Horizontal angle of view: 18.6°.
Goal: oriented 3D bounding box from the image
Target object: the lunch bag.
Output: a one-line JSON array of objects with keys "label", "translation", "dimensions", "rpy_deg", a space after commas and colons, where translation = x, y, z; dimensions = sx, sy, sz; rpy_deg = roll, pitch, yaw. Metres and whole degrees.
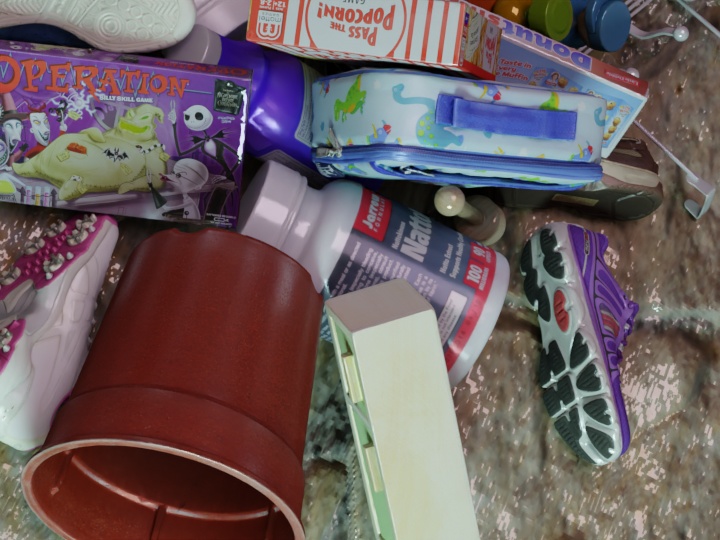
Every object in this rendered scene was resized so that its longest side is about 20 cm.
[{"label": "lunch bag", "translation": [0.072, -0.103, 1.620], "dimensions": [0.200, 0.161, 0.083], "rpy_deg": [4, 90, -28]}]

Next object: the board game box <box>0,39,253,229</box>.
[{"label": "board game box", "translation": [-0.182, -0.099, 1.601], "dimensions": [0.200, 0.032, 0.120], "rpy_deg": [6, 110, -1]}]

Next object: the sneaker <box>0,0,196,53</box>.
[{"label": "sneaker", "translation": [-0.213, -0.201, 1.641], "dimensions": [0.199, 0.111, 0.077], "rpy_deg": [1, 98, 7]}]

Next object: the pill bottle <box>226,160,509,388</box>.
[{"label": "pill bottle", "translation": [0.000, 0.000, 1.663], "dimensions": [0.200, 0.120, 0.120], "rpy_deg": [26, 63, -11]}]

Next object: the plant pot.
[{"label": "plant pot", "translation": [-0.117, 0.088, 1.553], "dimensions": [0.200, 0.201, 0.196], "rpy_deg": [21, 56, -13]}]

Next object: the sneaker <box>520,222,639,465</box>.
[{"label": "sneaker", "translation": [0.190, 0.054, 1.744], "dimensions": [0.083, 0.081, 0.200], "rpy_deg": [2, 69, -27]}]

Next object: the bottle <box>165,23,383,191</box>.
[{"label": "bottle", "translation": [-0.062, -0.122, 1.672], "dimensions": [0.200, 0.065, 0.084], "rpy_deg": [29, 52, -41]}]

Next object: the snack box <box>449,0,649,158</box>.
[{"label": "snack box", "translation": [0.122, -0.155, 1.727], "dimensions": [0.200, 0.072, 0.024], "rpy_deg": [22, 42, -10]}]

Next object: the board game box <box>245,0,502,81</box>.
[{"label": "board game box", "translation": [0.014, -0.172, 1.595], "dimensions": [0.151, 0.200, 0.046], "rpy_deg": [8, 93, 11]}]

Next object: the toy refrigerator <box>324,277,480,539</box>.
[{"label": "toy refrigerator", "translation": [0.029, 0.116, 1.596], "dimensions": [0.070, 0.076, 0.200], "rpy_deg": [-16, 112, -12]}]

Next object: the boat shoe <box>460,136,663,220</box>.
[{"label": "boat shoe", "translation": [0.150, -0.094, 1.791], "dimensions": [0.202, 0.075, 0.075], "rpy_deg": [12, 59, -26]}]

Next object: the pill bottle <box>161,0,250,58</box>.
[{"label": "pill bottle", "translation": [-0.167, -0.248, 1.697], "dimensions": [0.111, 0.111, 0.200], "rpy_deg": [-38, 87, -29]}]

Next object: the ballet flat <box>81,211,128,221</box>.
[{"label": "ballet flat", "translation": [-0.238, -0.104, 1.642], "dimensions": [0.200, 0.062, 0.068], "rpy_deg": [32, 63, -8]}]

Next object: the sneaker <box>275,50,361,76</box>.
[{"label": "sneaker", "translation": [0.013, -0.214, 1.780], "dimensions": [0.202, 0.077, 0.147], "rpy_deg": [7, 76, -28]}]

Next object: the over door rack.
[{"label": "over door rack", "translation": [0.277, -0.169, 1.868], "dimensions": [0.148, 0.067, 0.200], "rpy_deg": [-40, 88, -28]}]

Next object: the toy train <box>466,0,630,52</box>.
[{"label": "toy train", "translation": [0.115, -0.204, 1.748], "dimensions": [0.200, 0.116, 0.085], "rpy_deg": [-1, 98, -47]}]

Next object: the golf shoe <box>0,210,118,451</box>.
[{"label": "golf shoe", "translation": [-0.225, 0.043, 1.597], "dimensions": [0.092, 0.075, 0.200], "rpy_deg": [54, 50, -30]}]

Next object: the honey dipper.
[{"label": "honey dipper", "translation": [0.083, -0.045, 1.676], "dimensions": [0.038, 0.200, 0.038], "rpy_deg": [-1, 86, 9]}]
